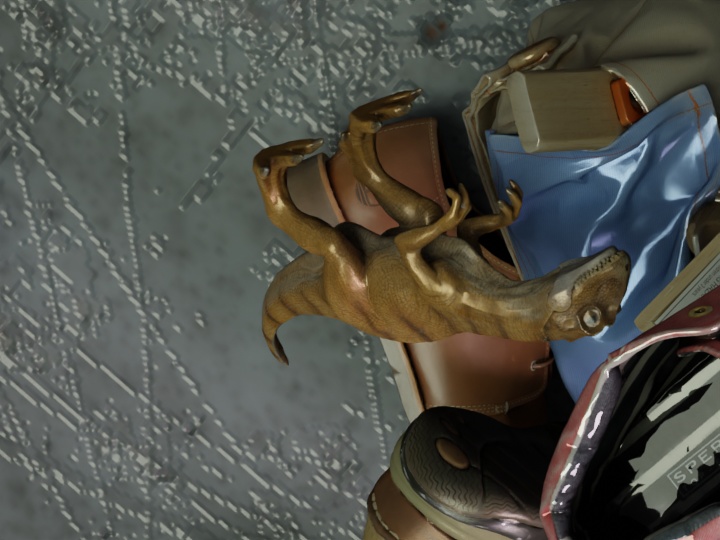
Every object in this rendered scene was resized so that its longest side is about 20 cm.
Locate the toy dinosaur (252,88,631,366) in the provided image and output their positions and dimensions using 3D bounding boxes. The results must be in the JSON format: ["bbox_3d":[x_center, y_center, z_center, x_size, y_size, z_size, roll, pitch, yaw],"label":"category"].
[{"bbox_3d":[0.000,0.000,0.979,0.200,0.060,0.106,-1,117,50],"label":"toy dinosaur"}]

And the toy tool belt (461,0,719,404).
[{"bbox_3d":[0.105,0.006,1.004,0.125,0.123,0.200,-15,106,28],"label":"toy tool belt"}]

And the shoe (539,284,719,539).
[{"bbox_3d":[0.138,0.020,0.854,0.200,0.091,0.072,-45,75,18],"label":"shoe"}]

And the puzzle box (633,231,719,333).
[{"bbox_3d":[0.197,-0.005,0.892,0.133,0.025,0.200,47,108,15],"label":"puzzle box"}]

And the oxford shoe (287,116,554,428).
[{"bbox_3d":[0.049,0.035,1.078,0.071,0.071,0.200,-26,106,8],"label":"oxford shoe"}]

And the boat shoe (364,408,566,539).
[{"bbox_3d":[0.065,0.100,1.020,0.074,0.200,0.076,-55,51,15],"label":"boat shoe"}]
